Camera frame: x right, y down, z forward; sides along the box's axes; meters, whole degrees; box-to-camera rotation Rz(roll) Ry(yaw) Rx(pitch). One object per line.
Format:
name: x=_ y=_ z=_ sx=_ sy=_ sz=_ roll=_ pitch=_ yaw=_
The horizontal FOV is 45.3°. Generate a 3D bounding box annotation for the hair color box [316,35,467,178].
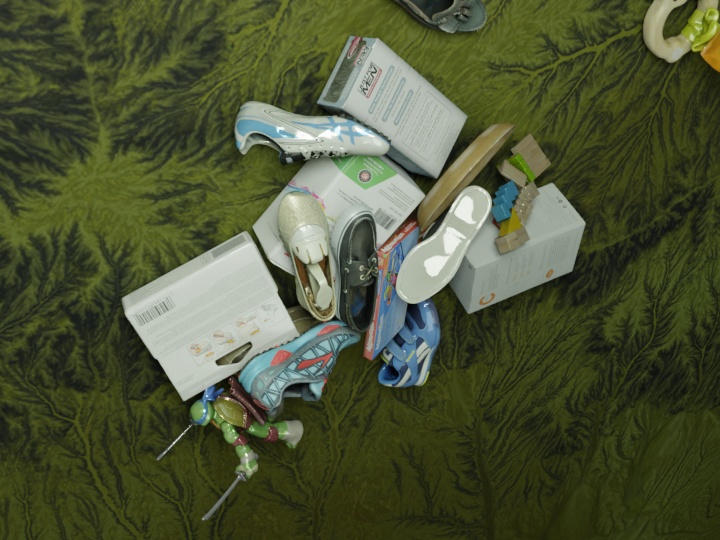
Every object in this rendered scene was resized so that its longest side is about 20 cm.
hair color box: x=0.046 y=-0.213 z=1.144 sx=0.199 sy=0.060 sz=0.100 roll=30 pitch=86 yaw=-42

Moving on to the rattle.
rattle: x=0.473 y=-0.365 z=1.237 sx=0.129 sy=0.144 sz=0.200 roll=-25 pitch=143 yaw=16

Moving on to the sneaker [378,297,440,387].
sneaker: x=0.079 y=0.121 z=1.439 sx=0.081 sy=0.074 sz=0.202 roll=-7 pitch=127 yaw=-22

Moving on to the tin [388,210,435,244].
tin: x=0.042 y=-0.010 z=1.337 sx=0.200 sy=0.042 sz=0.112 roll=-41 pitch=138 yaw=6

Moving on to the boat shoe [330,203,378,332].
boat shoe: x=0.000 y=0.000 z=1.183 sx=0.068 sy=0.057 sz=0.201 roll=-23 pitch=137 yaw=-28

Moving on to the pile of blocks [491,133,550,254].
pile of blocks: x=0.221 y=-0.112 z=1.299 sx=0.082 sy=0.201 sz=0.062 roll=32 pitch=150 yaw=-21

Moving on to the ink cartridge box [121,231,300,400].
ink cartridge box: x=-0.209 y=0.067 z=1.230 sx=0.199 sy=0.045 sz=0.177 roll=-29 pitch=123 yaw=-7

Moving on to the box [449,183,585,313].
box: x=0.240 y=-0.035 z=1.374 sx=0.198 sy=0.098 sz=0.125 roll=-21 pitch=145 yaw=-14

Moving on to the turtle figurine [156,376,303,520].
turtle figurine: x=-0.200 y=0.259 z=1.338 sx=0.193 sy=0.143 sz=0.202 roll=6 pitch=89 yaw=-45

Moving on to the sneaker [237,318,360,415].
sneaker: x=-0.075 y=0.146 z=1.260 sx=0.199 sy=0.096 sz=0.080 roll=-26 pitch=159 yaw=-24

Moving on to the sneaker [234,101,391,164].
sneaker: x=-0.061 y=-0.163 z=1.084 sx=0.198 sy=0.072 sz=0.073 roll=9 pitch=85 yaw=3

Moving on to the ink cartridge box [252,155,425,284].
ink cartridge box: x=-0.031 y=-0.082 z=1.205 sx=0.200 sy=0.084 sz=0.144 roll=-48 pitch=133 yaw=12

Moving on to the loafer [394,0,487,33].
loafer: x=0.089 y=-0.341 z=1.084 sx=0.199 sy=0.063 sz=0.072 roll=14 pitch=117 yaw=-37

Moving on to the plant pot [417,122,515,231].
plant pot: x=0.144 y=-0.138 z=1.230 sx=0.200 sy=0.027 sz=0.200 roll=-47 pitch=176 yaw=-5

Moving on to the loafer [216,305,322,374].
loafer: x=-0.130 y=0.113 z=1.314 sx=0.198 sy=0.068 sz=0.077 roll=-18 pitch=135 yaw=-14

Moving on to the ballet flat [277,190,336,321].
ballet flat: x=-0.060 y=-0.015 z=1.139 sx=0.067 sy=0.062 sz=0.201 roll=-24 pitch=133 yaw=-13

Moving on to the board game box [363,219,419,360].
board game box: x=0.046 y=0.031 z=1.297 sx=0.103 sy=0.019 sz=0.201 roll=-43 pitch=149 yaw=-46

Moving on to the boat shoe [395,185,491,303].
boat shoe: x=0.123 y=-0.038 z=1.283 sx=0.201 sy=0.074 sz=0.060 roll=-57 pitch=177 yaw=-1
